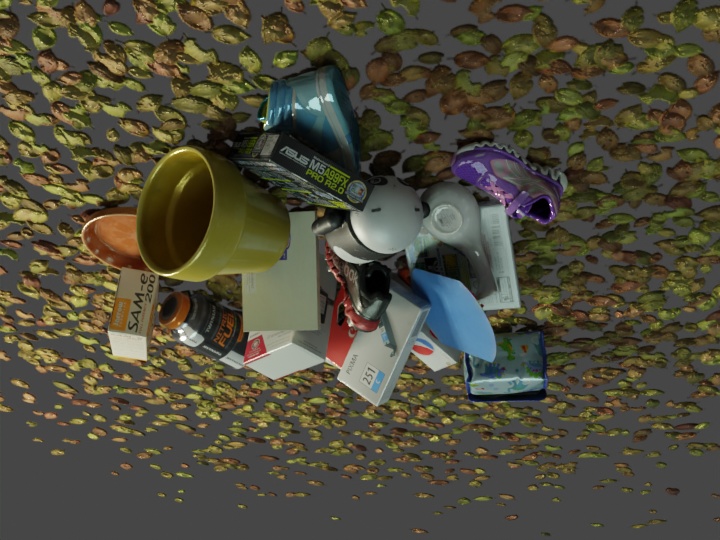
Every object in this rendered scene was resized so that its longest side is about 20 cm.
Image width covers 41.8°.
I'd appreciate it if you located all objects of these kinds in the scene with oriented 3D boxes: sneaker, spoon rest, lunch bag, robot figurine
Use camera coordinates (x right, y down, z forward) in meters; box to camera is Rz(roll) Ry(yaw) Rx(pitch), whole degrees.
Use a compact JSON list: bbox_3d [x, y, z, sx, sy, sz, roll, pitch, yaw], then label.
[{"bbox_3d":[-0.074,-0.203,1.346,0.129,0.080,0.201,-5,138,12],"label":"sneaker"},{"bbox_3d":[0.163,-0.052,1.527,0.099,0.061,0.201,-22,105,22],"label":"spoon rest"},{"bbox_3d":[0.299,0.207,1.949,0.168,0.129,0.200,-3,162,7],"label":"lunch bag"},{"bbox_3d":[0.016,-0.080,1.471,0.125,0.151,0.200,44,158,-13],"label":"robot figurine"},{"bbox_3d":[0.226,-0.126,1.423,0.199,0.089,0.080,18,148,-19],"label":"sneaker"},{"bbox_3d":[0.000,0.000,1.576,0.070,0.202,0.098,8,137,-37],"label":"sneaker"}]

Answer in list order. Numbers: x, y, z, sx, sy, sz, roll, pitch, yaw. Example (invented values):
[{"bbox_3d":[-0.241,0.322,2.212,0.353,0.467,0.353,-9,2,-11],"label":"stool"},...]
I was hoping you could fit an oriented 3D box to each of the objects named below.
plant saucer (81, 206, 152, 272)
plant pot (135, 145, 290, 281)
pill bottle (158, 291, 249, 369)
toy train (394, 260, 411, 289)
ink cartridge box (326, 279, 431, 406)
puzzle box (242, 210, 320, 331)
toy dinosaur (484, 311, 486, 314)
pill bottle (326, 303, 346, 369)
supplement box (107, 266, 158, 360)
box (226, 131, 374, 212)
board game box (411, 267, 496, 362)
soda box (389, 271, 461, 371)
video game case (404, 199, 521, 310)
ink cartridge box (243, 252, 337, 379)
[{"bbox_3d":[-0.393,-0.055,1.677,0.198,0.033,0.201,3,149,2],"label":"plant saucer"},{"bbox_3d":[-0.220,-0.075,1.482,0.200,0.203,0.188,-21,157,36],"label":"plant pot"},{"bbox_3d":[-0.303,0.114,1.875,0.106,0.107,0.199,-21,141,36],"label":"pill bottle"},{"bbox_3d":[0.077,0.036,1.755,0.199,0.056,0.150,-20,123,45],"label":"toy train"},{"bbox_3d":[0.009,0.104,1.639,0.176,0.201,0.045,32,-159,25],"label":"ink cartridge box"},{"bbox_3d":[-0.134,0.002,1.589,0.132,0.202,0.025,-1,178,11],"label":"puzzle box"},{"bbox_3d":[0.188,0.043,1.727,0.135,0.086,0.200,17,151,50],"label":"toy dinosaur"},{"bbox_3d":[-0.039,0.122,1.771,0.199,0.113,0.112,21,165,41],"label":"pill bottle"},{"bbox_3d":[-0.428,0.087,1.794,0.073,0.127,0.200,10,161,-9],"label":"supplement box"},{"bbox_3d":[-0.092,-0.144,1.371,0.159,0.045,0.200,27,175,-25],"label":"box"},{"bbox_3d":[0.164,0.063,1.561,0.199,0.039,0.159,17,136,55],"label":"board game box"},{"bbox_3d":[0.098,0.095,1.713,0.200,0.064,0.068,40,142,-18],"label":"soda box"},{"bbox_3d":[0.169,-0.018,1.588,0.181,0.022,0.201,-5,120,16],"label":"video game case"},{"bbox_3d":[-0.123,0.077,1.700,0.083,0.201,0.145,31,141,-33],"label":"ink cartridge box"}]
